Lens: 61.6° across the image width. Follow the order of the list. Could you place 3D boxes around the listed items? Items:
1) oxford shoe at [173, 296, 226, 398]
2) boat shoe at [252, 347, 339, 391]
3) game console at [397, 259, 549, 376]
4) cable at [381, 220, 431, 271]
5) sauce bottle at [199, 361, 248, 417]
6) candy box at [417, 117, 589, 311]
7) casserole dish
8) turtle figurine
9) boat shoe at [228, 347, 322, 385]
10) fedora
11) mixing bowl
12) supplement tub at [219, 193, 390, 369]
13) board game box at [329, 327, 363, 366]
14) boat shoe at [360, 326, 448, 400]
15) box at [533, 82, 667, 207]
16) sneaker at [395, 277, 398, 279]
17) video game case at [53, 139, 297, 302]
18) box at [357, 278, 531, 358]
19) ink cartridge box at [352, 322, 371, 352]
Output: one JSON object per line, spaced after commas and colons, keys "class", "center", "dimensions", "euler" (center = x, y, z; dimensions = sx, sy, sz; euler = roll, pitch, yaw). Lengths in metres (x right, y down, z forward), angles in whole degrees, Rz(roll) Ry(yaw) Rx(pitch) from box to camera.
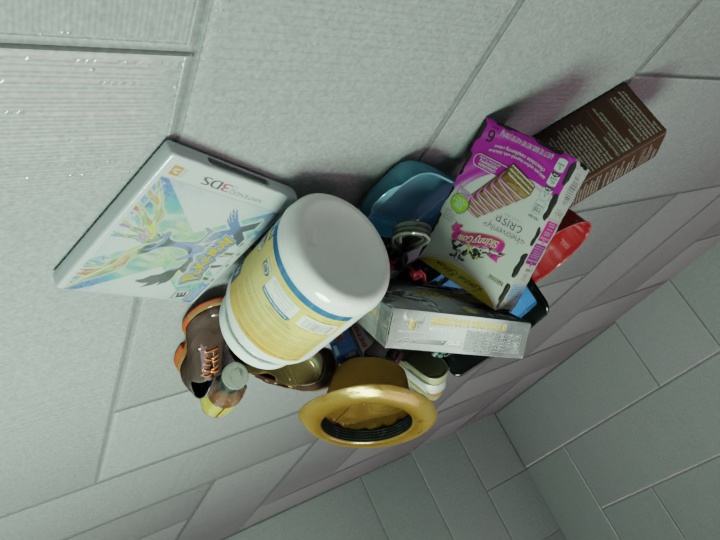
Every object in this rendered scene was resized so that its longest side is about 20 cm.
{"class": "oxford shoe", "center": [-0.208, 0.108, 0.836], "dimensions": [0.070, 0.073, 0.201], "euler": [-13, 151, -32]}
{"class": "boat shoe", "center": [-0.115, 0.154, 0.960], "dimensions": [0.069, 0.072, 0.198], "euler": [16, 161, -39]}
{"class": "game console", "center": [0.168, 0.035, 0.954], "dimensions": [0.174, 0.203, 0.117], "euler": [-31, 161, 2]}
{"class": "cable", "center": [0.042, -0.017, 0.773], "dimensions": [0.095, 0.052, 0.199], "euler": [20, 167, -24]}
{"class": "sauce bottle", "center": [-0.213, 0.187, 0.954], "dimensions": [0.065, 0.067, 0.200], "euler": [-15, 166, -28]}
{"class": "candy box", "center": [0.176, -0.070, 0.764], "dimensions": [0.060, 0.135, 0.203], "euler": [6, 113, -53]}
{"class": "casserole dish", "center": [0.072, -0.092, 0.809], "dimensions": [0.121, 0.039, 0.198], "euler": [-41, 155, 24]}
{"class": "turtle figurine", "center": [0.085, 0.081, 0.928], "dimensions": [0.201, 0.100, 0.151], "euler": [-48, 134, -21]}
{"class": "boat shoe", "center": [-0.116, 0.116, 0.878], "dimensions": [0.198, 0.073, 0.065], "euler": [-4, -150, 48]}
{"class": "fedora", "center": [0.009, 0.175, 0.829], "dimensions": [0.195, 0.083, 0.203], "euler": [2, 143, 1]}
{"class": "mixing bowl", "center": [0.278, -0.055, 1.025], "dimensions": [0.197, 0.110, 0.201], "euler": [-27, 156, -12]}
{"class": "supplement tub", "center": [-0.073, 0.022, 0.715], "dimensions": [0.143, 0.147, 0.199], "euler": [-5, 155, -43]}
{"class": "board game box", "center": [-0.031, 0.094, 0.935], "dimensions": [0.034, 0.137, 0.201], "euler": [-24, 156, -1]}
{"class": "boat shoe", "center": [0.066, 0.142, 1.021], "dimensions": [0.074, 0.200, 0.070], "euler": [-22, 135, -27]}
{"class": "box", "center": [0.321, -0.167, 0.869], "dimensions": [0.197, 0.101, 0.075], "euler": [-29, 157, 0]}
{"class": "sneaker", "center": [0.131, 0.034, 1.079], "dimensions": [0.196, 0.079, 0.082], "euler": [-18, 164, -14]}
{"class": "video game case", "center": [-0.188, -0.037, 0.636], "dimensions": [0.199, 0.022, 0.181], "euler": [-40, 154, 22]}
{"class": "box", "center": [0.090, 0.056, 0.771], "dimensions": [0.195, 0.158, 0.050], "euler": [8, 100, -23]}
{"class": "ink cartridge box", "center": [0.062, 0.140, 1.119], "dimensions": [0.196, 0.148, 0.084], "euler": [-17, 153, -28]}
